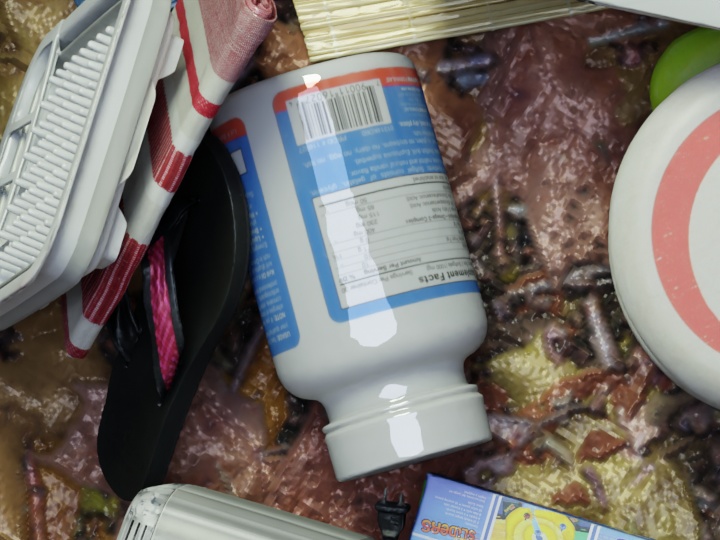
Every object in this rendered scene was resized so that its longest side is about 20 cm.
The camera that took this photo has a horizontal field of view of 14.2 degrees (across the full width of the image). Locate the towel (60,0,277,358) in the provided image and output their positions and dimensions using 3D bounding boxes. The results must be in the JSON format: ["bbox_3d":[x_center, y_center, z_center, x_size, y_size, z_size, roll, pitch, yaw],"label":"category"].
[{"bbox_3d":[-0.098,-0.067,1.433,0.023,0.144,0.200,24,110,-17],"label":"towel"}]

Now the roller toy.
[{"bbox_3d":[0.215,-0.015,1.417,0.199,0.140,0.183,24,89,7],"label":"roller toy"}]

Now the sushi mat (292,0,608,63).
[{"bbox_3d":[0.060,-0.171,1.508,0.199,0.012,0.096,-9,85,5],"label":"sushi mat"}]

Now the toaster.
[{"bbox_3d":[-0.066,0.189,1.448,0.129,0.114,0.201,18,90,9],"label":"toaster"}]

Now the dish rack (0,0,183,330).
[{"bbox_3d":[-0.144,-0.052,1.433,0.043,0.200,0.172,22,73,-16],"label":"dish rack"}]

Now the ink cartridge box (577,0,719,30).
[{"bbox_3d":[0.115,-0.175,1.403,0.199,0.145,0.084,14,100,15],"label":"ink cartridge box"}]

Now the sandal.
[{"bbox_3d":[-0.105,0.027,1.456,0.045,0.075,0.201,5,114,-34],"label":"sandal"}]

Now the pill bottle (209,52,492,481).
[{"bbox_3d":[0.000,0.000,1.455,0.112,0.112,0.201,-15,85,5],"label":"pill bottle"}]

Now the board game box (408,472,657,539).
[{"bbox_3d":[0.111,0.195,1.466,0.199,0.034,0.136,17,89,7],"label":"board game box"}]

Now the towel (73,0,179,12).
[{"bbox_3d":[-0.074,-0.207,1.498,0.200,0.049,0.112,-26,80,10],"label":"towel"}]
